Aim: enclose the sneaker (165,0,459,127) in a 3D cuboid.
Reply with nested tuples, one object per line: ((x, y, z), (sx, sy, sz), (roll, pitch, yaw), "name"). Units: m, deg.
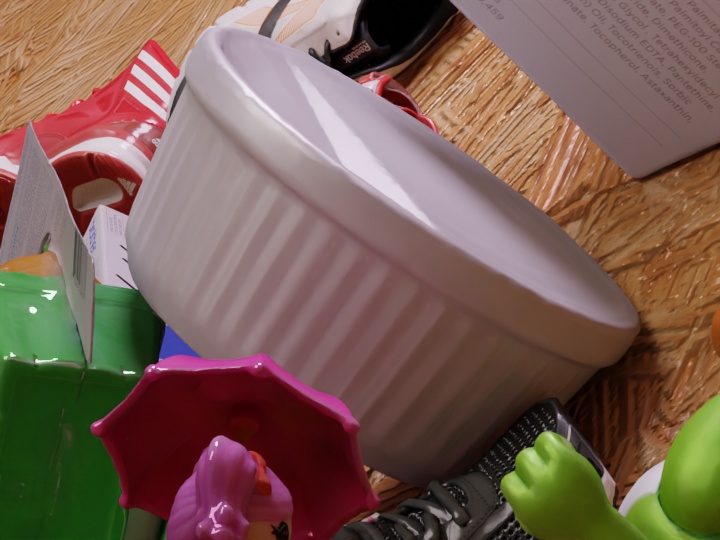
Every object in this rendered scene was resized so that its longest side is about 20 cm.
((-0.025, -0.113, 1.540), (0.200, 0.074, 0.080), (-41, 24, 16), "sneaker")

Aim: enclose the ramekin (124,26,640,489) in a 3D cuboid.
((0.000, 0.000, 1.142), (0.094, 0.202, 0.202), (-55, 20, 11), "ramekin")

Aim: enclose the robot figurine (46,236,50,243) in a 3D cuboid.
((-0.212, 0.062, 1.430), (0.200, 0.113, 0.170), (-36, 62, 27), "robot figurine")

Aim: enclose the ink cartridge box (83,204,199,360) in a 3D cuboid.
((-0.080, 0.044, 1.330), (0.044, 0.094, 0.200), (-61, 18, 20), "ink cartridge box")

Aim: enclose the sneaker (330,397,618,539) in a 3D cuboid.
((0.006, 0.120, 1.057), (0.200, 0.086, 0.080), (-50, 22, -7), "sneaker")

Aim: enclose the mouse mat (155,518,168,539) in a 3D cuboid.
((-0.087, 0.153, 1.141), (0.161, 0.007, 0.201), (-87, 13, -58), "mouse mat")

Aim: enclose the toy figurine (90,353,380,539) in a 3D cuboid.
((-0.050, 0.117, 0.948), (0.200, 0.149, 0.185), (82, -168, -85), "toy figurine")

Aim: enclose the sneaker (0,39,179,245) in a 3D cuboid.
((-0.160, -0.070, 1.740), (0.199, 0.079, 0.116), (-2, 39, 45), "sneaker")

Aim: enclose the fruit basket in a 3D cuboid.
((-0.131, 0.054, 1.197), (0.200, 0.093, 0.186), (-118, 39, -71), "fruit basket")

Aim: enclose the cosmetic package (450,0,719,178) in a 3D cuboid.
((0.148, -0.174, 1.196), (0.200, 0.166, 0.168), (-25, 31, 45), "cosmetic package")

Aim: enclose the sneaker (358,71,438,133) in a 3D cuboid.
((-0.017, -0.055, 1.435), (0.108, 0.067, 0.202), (-42, 25, 9), "sneaker")

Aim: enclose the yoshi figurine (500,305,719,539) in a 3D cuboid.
((0.079, 0.102, 0.945), (0.200, 0.112, 0.112), (-53, 6, -9), "yoshi figurine")
